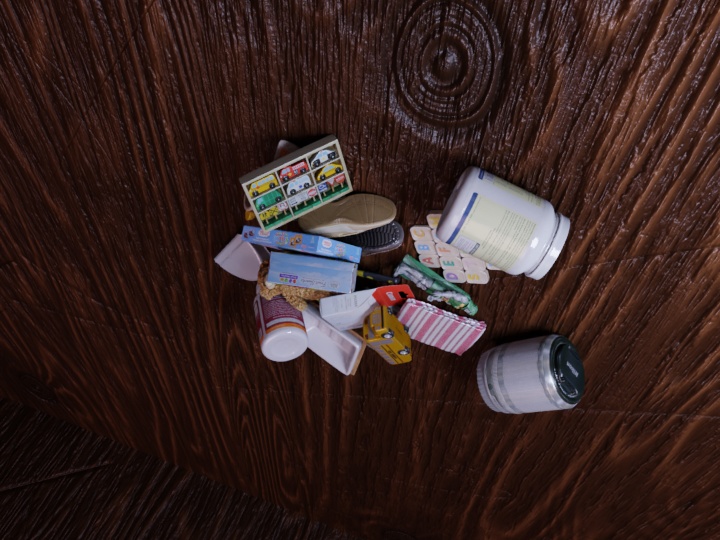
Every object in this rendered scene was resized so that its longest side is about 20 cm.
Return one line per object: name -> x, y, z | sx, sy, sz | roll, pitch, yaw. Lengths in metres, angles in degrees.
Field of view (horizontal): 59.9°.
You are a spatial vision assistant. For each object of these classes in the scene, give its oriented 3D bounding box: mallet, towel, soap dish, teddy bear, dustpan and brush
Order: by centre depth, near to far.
mallet -> 0.000, 0.000, 1.405 | 0.199, 0.041, 0.066 | 6, 136, 42
teddy bear -> -0.145, 0.024, 1.426 | 0.199, 0.067, 0.146 | 19, 115, 5
towel -> 0.180, 0.133, 1.481 | 0.199, 0.030, 0.147 | 20, 145, -4
dustpan and brush -> -0.250, -0.006, 1.567 | 0.200, 0.057, 0.139 | 43, 130, -12
soap dish -> -0.069, 0.156, 1.583 | 0.200, 0.081, 0.158 | 35, 140, 15

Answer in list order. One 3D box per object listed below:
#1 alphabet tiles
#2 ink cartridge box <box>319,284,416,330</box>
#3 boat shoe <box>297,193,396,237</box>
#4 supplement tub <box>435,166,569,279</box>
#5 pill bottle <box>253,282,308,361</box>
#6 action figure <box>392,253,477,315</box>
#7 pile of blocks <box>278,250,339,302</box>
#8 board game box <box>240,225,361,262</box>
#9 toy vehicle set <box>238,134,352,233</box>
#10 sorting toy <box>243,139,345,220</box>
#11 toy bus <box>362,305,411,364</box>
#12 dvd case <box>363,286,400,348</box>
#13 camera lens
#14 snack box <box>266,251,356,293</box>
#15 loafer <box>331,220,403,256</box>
alphabet tiles -> 0.203, -0.045, 1.285 | 0.195, 0.015, 0.200 | 4, 138, 27
ink cartridge box -> 0.023, 0.087, 1.418 | 0.199, 0.048, 0.160 | -9, 161, 11
boat shoe -> -0.026, -0.107, 1.278 | 0.199, 0.074, 0.069 | -5, 159, 3
supplement tub -> 0.250, -0.081, 1.108 | 0.199, 0.145, 0.145 | 26, 143, 0
pill bottle -> -0.196, 0.109, 1.506 | 0.112, 0.201, 0.113 | -10, 137, -9
action figure -> 0.169, 0.041, 1.363 | 0.199, 0.055, 0.118 | 28, 166, -2
pile of blocks -> -0.126, 0.028, 1.502 | 0.200, 0.062, 0.082 | 39, 155, -4
board game box -> -0.121, -0.054, 1.284 | 0.199, 0.037, 0.151 | 9, 178, 33
toy vehicle set -> -0.121, -0.166, 1.208 | 0.199, 0.027, 0.125 | -27, 134, -7
sorting toy -> -0.131, -0.149, 1.308 | 0.179, 0.107, 0.200 | 18, 147, -23
toy bus -> 0.063, 0.151, 1.440 | 0.078, 0.065, 0.200 | -12, 148, 20
dvd case -> 0.028, 0.127, 1.583 | 0.146, 0.022, 0.200 | 32, 143, -9
camera lens -> 0.382, 0.233, 1.391 | 0.199, 0.160, 0.160 | -19, 124, 43
snack box -> -0.093, 0.005, 1.293 | 0.168, 0.068, 0.200 | 8, -179, 2
loafer -> 0.011, -0.068, 1.337 | 0.199, 0.073, 0.071 | -3, 167, 33
